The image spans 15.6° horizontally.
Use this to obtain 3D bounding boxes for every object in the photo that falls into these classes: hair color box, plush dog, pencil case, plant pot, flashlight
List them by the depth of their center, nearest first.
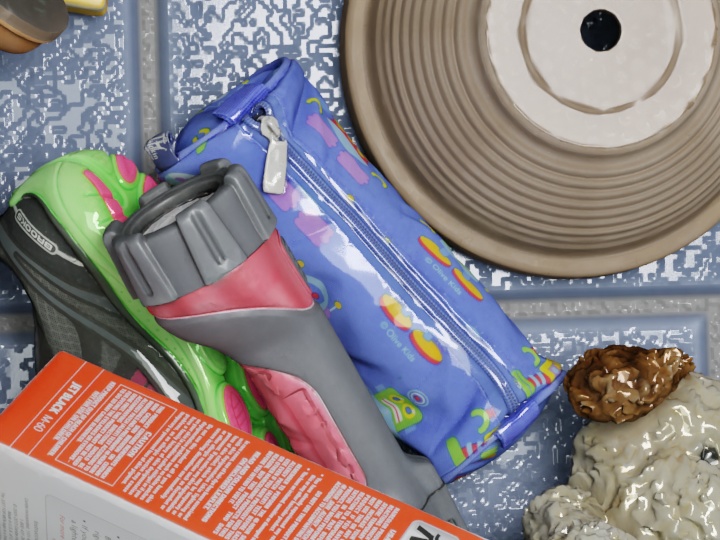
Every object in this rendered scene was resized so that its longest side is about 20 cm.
[{"bbox_3d":[-0.051,0.123,1.051,0.199,0.111,0.064,24,47,19],"label":"hair color box"},{"bbox_3d":[-0.029,0.055,1.065,0.068,0.067,0.201,-45,114,-44],"label":"flashlight"},{"bbox_3d":[0.000,0.000,1.109,0.078,0.087,0.200,-42,94,-12],"label":"pencil case"},{"bbox_3d":[0.121,0.125,1.111,0.200,0.160,0.172,43,69,-32],"label":"plush dog"},{"bbox_3d":[0.093,-0.097,1.116,0.199,0.093,0.202,0,89,-4],"label":"plant pot"}]

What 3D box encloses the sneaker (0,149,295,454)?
[{"bbox_3d":[-0.090,0.044,1.116,0.083,0.077,0.201,-23,100,30],"label":"sneaker"}]

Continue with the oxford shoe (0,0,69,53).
[{"bbox_3d":[-0.213,-0.140,1.081,0.199,0.071,0.071,32,115,-3],"label":"oxford shoe"}]

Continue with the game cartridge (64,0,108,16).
[{"bbox_3d":[-0.192,-0.212,1.122,0.199,0.032,0.177,10,89,-3],"label":"game cartridge"}]
